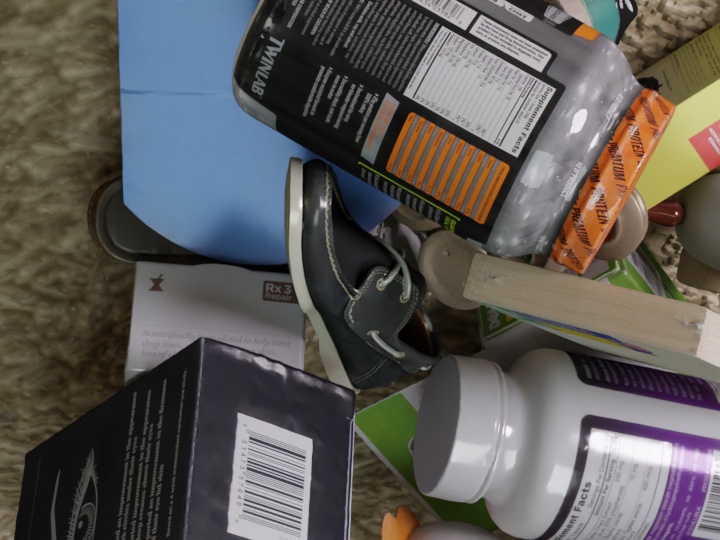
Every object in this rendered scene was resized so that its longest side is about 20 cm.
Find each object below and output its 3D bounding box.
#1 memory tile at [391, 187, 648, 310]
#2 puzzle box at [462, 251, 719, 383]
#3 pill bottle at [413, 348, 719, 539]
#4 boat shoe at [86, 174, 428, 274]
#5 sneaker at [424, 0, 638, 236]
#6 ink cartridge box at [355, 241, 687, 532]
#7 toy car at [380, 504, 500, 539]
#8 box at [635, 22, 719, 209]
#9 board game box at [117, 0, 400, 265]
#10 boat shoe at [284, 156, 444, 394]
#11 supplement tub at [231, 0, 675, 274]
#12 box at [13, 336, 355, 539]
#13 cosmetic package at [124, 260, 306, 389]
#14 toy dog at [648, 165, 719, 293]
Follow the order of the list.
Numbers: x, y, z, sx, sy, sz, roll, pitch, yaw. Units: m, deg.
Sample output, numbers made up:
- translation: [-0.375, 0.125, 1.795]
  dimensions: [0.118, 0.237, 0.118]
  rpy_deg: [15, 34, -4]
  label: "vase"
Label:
- translation: [0.060, -0.081, 1.099]
  dimensions: [0.153, 0.017, 0.201]
  rpy_deg: [-18, 103, 40]
  label: "memory tile"
- translation: [0.155, 0.033, 1.068]
  dimensions: [0.200, 0.133, 0.026]
  rpy_deg: [21, 85, -59]
  label: "puzzle box"
- translation: [0.137, 0.107, 1.178]
  dimensions: [0.199, 0.112, 0.112]
  rpy_deg: [12, 123, -14]
  label: "pill bottle"
- translation: [-0.058, -0.025, 1.175]
  dimensions: [0.199, 0.068, 0.072]
  rpy_deg: [11, 89, -13]
  label: "boat shoe"
- translation: [0.091, -0.086, 1.148]
  dimensions: [0.080, 0.072, 0.200]
  rpy_deg: [-18, 155, -41]
  label: "sneaker"
- translation: [0.108, 0.067, 1.264]
  dimensions: [0.199, 0.076, 0.148]
  rpy_deg: [-28, 126, 18]
  label: "ink cartridge box"
- translation: [0.067, 0.224, 1.193]
  dimensions: [0.184, 0.177, 0.200]
  rpy_deg: [-32, 120, 28]
  label: "toy car"
- translation: [0.189, -0.091, 1.156]
  dimensions: [0.200, 0.075, 0.050]
  rpy_deg: [-32, 113, 13]
  label: "box"
- translation: [-0.052, -0.103, 1.112]
  dimensions: [0.157, 0.039, 0.201]
  rpy_deg: [1, 112, 0]
  label: "board game box"
- translation: [0.000, 0.000, 1.080]
  dimensions: [0.067, 0.072, 0.200]
  rpy_deg: [-7, 148, 10]
  label: "boat shoe"
- translation: [0.047, -0.088, 1.006]
  dimensions: [0.199, 0.123, 0.123]
  rpy_deg: [30, 121, 6]
  label: "supplement tub"
- translation: [-0.102, 0.148, 1.098]
  dimensions: [0.104, 0.149, 0.200]
  rpy_deg: [22, 146, -30]
  label: "box"
- translation: [-0.088, 0.075, 1.188]
  dimensions: [0.101, 0.074, 0.200]
  rpy_deg: [4, 151, -3]
  label: "cosmetic package"
- translation: [0.231, -0.023, 1.142]
  dimensions: [0.096, 0.133, 0.200]
  rpy_deg: [1, 171, -29]
  label: "toy dog"
